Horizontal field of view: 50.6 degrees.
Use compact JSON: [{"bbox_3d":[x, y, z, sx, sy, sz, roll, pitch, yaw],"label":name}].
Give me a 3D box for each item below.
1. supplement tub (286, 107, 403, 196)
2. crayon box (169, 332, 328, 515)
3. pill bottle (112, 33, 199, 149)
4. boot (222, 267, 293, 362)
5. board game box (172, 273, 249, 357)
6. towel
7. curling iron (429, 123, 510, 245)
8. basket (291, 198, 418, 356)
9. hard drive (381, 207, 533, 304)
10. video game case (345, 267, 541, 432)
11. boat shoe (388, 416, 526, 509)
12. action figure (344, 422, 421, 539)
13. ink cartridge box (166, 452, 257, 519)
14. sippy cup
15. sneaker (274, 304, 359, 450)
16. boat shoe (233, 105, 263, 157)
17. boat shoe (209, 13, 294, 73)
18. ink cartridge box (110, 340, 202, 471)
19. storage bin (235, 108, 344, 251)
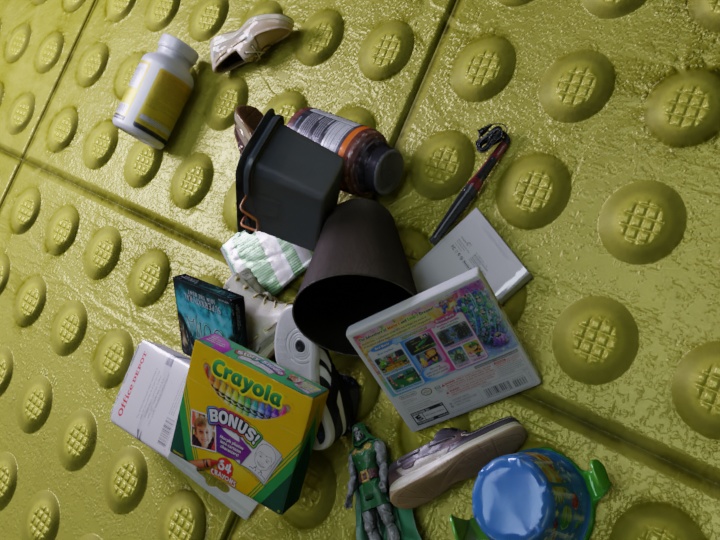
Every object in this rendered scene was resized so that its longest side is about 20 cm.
[{"bbox_3d":[-0.026,-0.183,1.204,0.198,0.106,0.109,27,89,35],"label":"supplement tub"},{"bbox_3d":[-0.158,0.209,1.057,0.196,0.058,0.177,22,106,20],"label":"crayon box"},{"bbox_3d":[-0.395,-0.351,1.492,0.111,0.111,0.204,24,87,35],"label":"pill bottle"},{"bbox_3d":[-0.139,0.051,1.203,0.200,0.072,0.156,-45,66,17],"label":"boot"},{"bbox_3d":[-0.240,0.090,1.225,0.198,0.028,0.139,15,113,50],"label":"board game box"},{"bbox_3d":[-0.138,-0.043,1.279,0.199,0.023,0.154,-39,58,14],"label":"towel"},{"bbox_3d":[0.157,-0.126,1.115,0.049,0.025,0.203,28,89,29],"label":"curling iron"},{"bbox_3d":[0.000,0.000,1.071,0.175,0.139,0.202,7,37,-4],"label":"basket"},{"bbox_3d":[0.130,0.026,1.081,0.200,0.026,0.133,-43,56,13],"label":"hard drive"},{"bbox_3d":[0.108,0.109,0.989,0.197,0.184,0.024,-25,23,22],"label":"video game case"},{"bbox_3d":[0.119,0.236,0.988,0.198,0.072,0.066,-33,43,12],"label":"boat shoe"},{"bbox_3d":[0.018,0.306,1.043,0.117,0.054,0.204,-29,56,24],"label":"action figure"},{"bbox_3d":[-0.177,0.249,1.148,0.159,0.047,0.202,36,107,1],"label":"ink cartridge box"},{"bbox_3d":[0.195,0.272,0.892,0.139,0.130,0.180,33,91,35],"label":"sippy cup"},{"bbox_3d":[-0.057,0.143,1.098,0.072,0.111,0.206,-10,92,31],"label":"sneaker"},{"bbox_3d":[-0.178,-0.201,1.339,0.202,0.071,0.073,58,136,29],"label":"boat shoe"},{"bbox_3d":[-0.203,-0.420,1.423,0.196,0.072,0.067,-10,77,32],"label":"boat shoe"},{"bbox_3d":[-0.301,0.219,1.254,0.197,0.082,0.150,19,85,35],"label":"ink cartridge box"},{"bbox_3d":[-0.106,-0.115,1.148,0.132,0.201,0.148,23,61,6],"label":"storage bin"}]
